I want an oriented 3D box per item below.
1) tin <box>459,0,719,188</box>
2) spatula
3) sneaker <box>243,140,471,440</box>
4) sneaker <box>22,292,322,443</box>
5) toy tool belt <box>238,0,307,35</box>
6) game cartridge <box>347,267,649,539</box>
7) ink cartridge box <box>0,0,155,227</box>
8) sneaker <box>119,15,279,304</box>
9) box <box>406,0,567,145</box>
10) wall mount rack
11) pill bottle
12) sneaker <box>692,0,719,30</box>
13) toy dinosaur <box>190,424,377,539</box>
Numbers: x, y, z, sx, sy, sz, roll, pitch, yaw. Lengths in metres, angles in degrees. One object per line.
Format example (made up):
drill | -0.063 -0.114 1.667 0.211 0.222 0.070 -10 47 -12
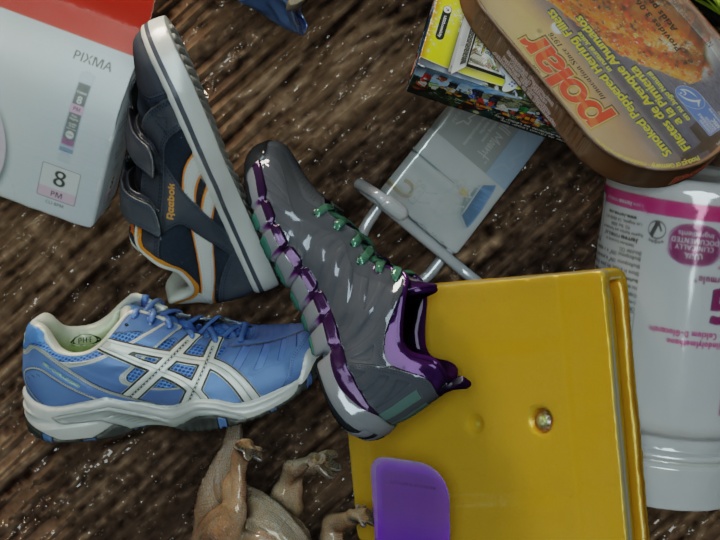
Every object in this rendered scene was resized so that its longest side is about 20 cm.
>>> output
tin | 0.139 -0.136 1.351 0.112 0.042 0.200 -32 78 -26
spatula | 0.044 0.209 1.421 0.057 0.021 0.200 4 117 34
sneaker | 0.000 0.000 1.412 0.088 0.074 0.200 -27 78 18
sneaker | -0.118 0.055 1.441 0.200 0.076 0.077 -10 111 0
toy tool belt | -0.061 -0.200 1.432 0.200 0.125 0.123 30 69 23
game cartridge | 0.078 0.093 1.407 0.200 0.032 0.176 -5 90 38
ink cartridge box | -0.217 -0.139 1.431 0.162 0.057 0.200 20 129 4
sneaker | -0.116 -0.058 1.420 0.079 0.078 0.200 -19 122 1
box | 0.119 -0.179 1.405 0.137 0.038 0.200 19 66 -4
wall mount rack | 0.098 -0.046 1.454 0.174 0.075 0.200 38 89 -23
pill bottle | 0.196 0.039 1.406 0.113 0.113 0.200 6 100 3
sneaker | 0.288 -0.150 1.450 0.076 0.075 0.200 -43 86 -1
toy dinosaur | -0.062 0.184 1.440 0.200 0.086 0.136 54 125 21
